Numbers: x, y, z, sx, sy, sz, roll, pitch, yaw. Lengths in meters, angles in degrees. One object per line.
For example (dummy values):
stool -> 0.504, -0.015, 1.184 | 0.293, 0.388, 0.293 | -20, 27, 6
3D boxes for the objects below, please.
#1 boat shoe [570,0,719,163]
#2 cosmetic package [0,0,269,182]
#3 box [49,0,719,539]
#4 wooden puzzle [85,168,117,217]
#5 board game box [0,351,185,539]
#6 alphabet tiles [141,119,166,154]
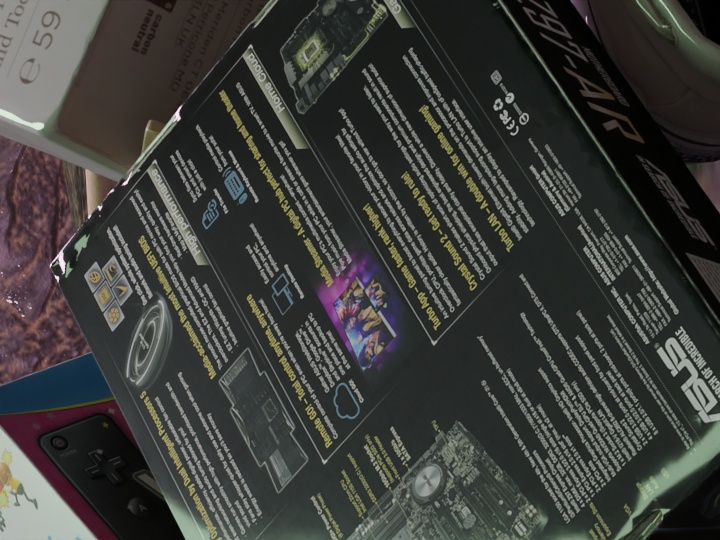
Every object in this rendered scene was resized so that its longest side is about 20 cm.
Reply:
boat shoe -> 0.070, -0.129, 0.763 | 0.066, 0.072, 0.201 | 120, 141, -67
cosmetic package -> -0.102, -0.128, 1.084 | 0.199, 0.166, 0.168 | 21, 88, 37
box -> 0.015, 0.018, 0.738 | 0.160, 0.043, 0.200 | -49, 51, 23
wooden puzzle -> -0.048, -0.057, 1.286 | 0.046, 0.185, 0.201 | 13, 119, 37
board game box -> -0.035, 0.111, 1.057 | 0.200, 0.147, 0.064 | 45, 133, 25
alphabet tiles -> 0.000, 0.000, 1.012 | 0.200, 0.166, 0.006 | 112, 177, -70
